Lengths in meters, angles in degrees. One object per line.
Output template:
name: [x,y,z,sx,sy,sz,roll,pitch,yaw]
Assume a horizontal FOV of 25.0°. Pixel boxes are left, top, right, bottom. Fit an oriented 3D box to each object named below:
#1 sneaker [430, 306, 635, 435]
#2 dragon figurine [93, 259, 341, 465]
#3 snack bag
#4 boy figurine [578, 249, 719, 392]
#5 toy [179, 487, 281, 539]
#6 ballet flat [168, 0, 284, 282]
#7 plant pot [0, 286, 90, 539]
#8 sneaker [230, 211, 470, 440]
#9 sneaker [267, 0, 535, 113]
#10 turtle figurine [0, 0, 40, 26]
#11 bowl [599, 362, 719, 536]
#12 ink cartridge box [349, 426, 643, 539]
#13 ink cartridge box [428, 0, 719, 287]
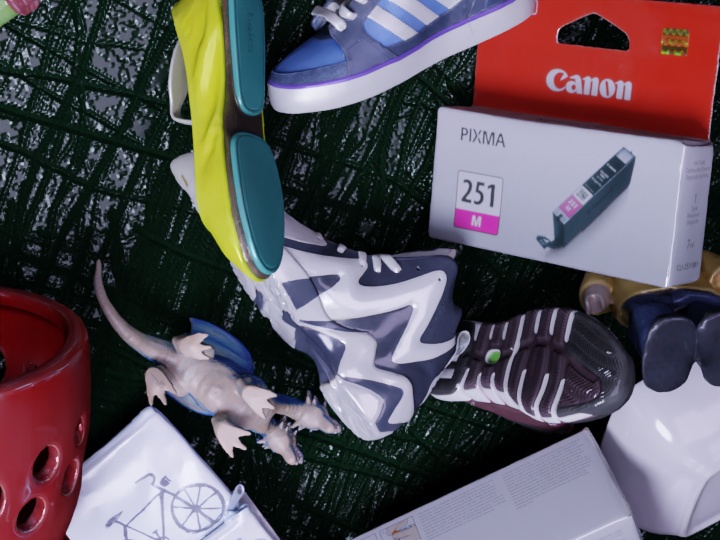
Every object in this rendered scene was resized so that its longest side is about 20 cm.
sneaker: [0.142,0.076,1.115,0.115,0.199,0.076,25,79,-32]
dragon figurine: [-0.104,0.070,1.088,0.199,0.099,0.059,34,91,-4]
snack bag: [-0.146,0.213,1.093,0.188,0.021,0.200,-37,102,4]
boy figurine: [0.209,0.006,1.110,0.123,0.201,0.065,-5,120,-2]
toy: [-0.076,0.258,1.149,0.115,0.047,0.201,-36,106,-4]
ballet flat: [-0.090,-0.088,1.032,0.067,0.067,0.202,-10,79,25]
plant pot: [-0.257,0.122,0.972,0.199,0.200,0.184,-7,109,-18]
sneaker: [0.000,0.000,1.099,0.129,0.079,0.200,-37,90,-20]
sneaker: [0.012,-0.203,1.048,0.199,0.081,0.147,-24,115,-8]
turtle figurine: [-0.261,-0.165,0.935,0.194,0.144,0.200,-44,116,-10]
bowl: [0.272,0.115,1.167,0.198,0.075,0.200,-25,154,-12]
ink cartridge box: [0.105,0.230,1.151,0.199,0.084,0.176,-25,135,1]
ink cartridge box: [0.138,-0.093,1.067,0.043,0.199,0.175,-9,107,-47]
